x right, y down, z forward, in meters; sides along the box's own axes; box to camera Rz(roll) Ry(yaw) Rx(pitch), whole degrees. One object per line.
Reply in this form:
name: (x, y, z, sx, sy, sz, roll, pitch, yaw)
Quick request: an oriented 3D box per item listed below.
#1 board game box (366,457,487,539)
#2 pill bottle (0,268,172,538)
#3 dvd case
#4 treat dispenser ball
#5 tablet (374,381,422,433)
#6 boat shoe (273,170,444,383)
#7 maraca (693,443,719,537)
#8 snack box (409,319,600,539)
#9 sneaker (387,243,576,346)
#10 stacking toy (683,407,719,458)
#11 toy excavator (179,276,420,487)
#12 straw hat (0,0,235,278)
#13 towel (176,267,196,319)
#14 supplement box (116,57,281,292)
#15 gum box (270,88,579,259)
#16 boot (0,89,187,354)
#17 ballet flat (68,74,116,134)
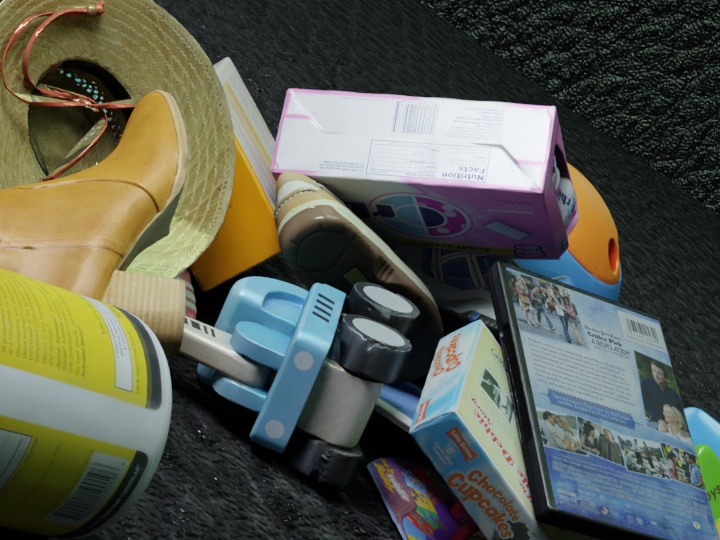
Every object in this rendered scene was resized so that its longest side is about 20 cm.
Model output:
board game box: (0.090, 0.177, 1.168, 0.157, 0.039, 0.200, 28, 17, -31)
pill bottle: (-0.187, 0.048, 0.783, 0.199, 0.112, 0.112, 22, 21, -45)
dvd case: (0.156, 0.091, 1.154, 0.142, 0.018, 0.201, 18, 43, -27)
treat dispenser ball: (0.108, -0.003, 1.421, 0.200, 0.201, 0.201, 34, 16, -11)
tablet: (0.049, 0.106, 1.250, 0.199, 0.014, 0.130, 31, 7, 35)
boat shoe: (0.000, 0.000, 1.233, 0.200, 0.071, 0.076, 58, 6, -47)
maraca: (0.247, 0.218, 1.198, 0.137, 0.107, 0.201, -27, 99, -36)
snack box: (0.108, 0.141, 1.131, 0.201, 0.037, 0.116, 54, 25, -15)
sneaker: (0.070, 0.011, 1.300, 0.199, 0.077, 0.076, 28, -28, 28)
stacking toy: (0.283, 0.194, 1.484, 0.110, 0.116, 0.200, 42, 2, 17)
toy excavator: (-0.077, 0.051, 1.100, 0.199, 0.100, 0.195, 23, 17, -1)
straw hat: (-0.179, -0.082, 1.113, 0.200, 0.203, 0.085, 25, -22, -38)
towel: (-0.178, -0.029, 1.195, 0.146, 0.030, 0.200, 32, 18, -23)
supplement box: (-0.104, -0.073, 1.288, 0.127, 0.073, 0.200, 62, 7, -10)
gum box: (0.050, -0.065, 1.232, 0.198, 0.067, 0.114, 6, -21, 15)
boot: (-0.173, -0.036, 1.006, 0.143, 0.071, 0.202, 8, 47, -16)
ballet flat: (-0.255, -0.155, 1.305, 0.199, 0.073, 0.073, 34, 15, -1)
